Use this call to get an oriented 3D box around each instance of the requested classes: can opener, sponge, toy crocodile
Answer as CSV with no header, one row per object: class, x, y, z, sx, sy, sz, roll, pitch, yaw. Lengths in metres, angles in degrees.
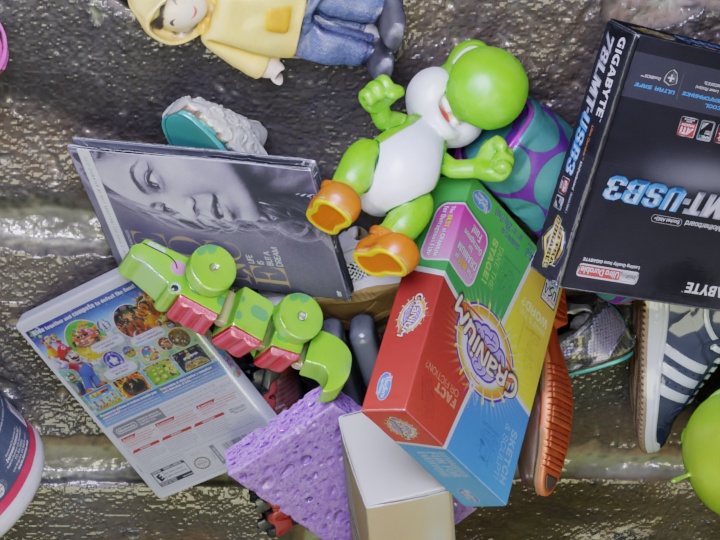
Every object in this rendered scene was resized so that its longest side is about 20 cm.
can opener,0.007,0.108,1.810,0.052,0.067,0.201,-9,136,10
sponge,-0.006,0.173,1.804,0.111,0.030,0.200,-36,131,18
toy crocodile,-0.096,0.037,1.699,0.199,0.062,0.067,29,147,-15

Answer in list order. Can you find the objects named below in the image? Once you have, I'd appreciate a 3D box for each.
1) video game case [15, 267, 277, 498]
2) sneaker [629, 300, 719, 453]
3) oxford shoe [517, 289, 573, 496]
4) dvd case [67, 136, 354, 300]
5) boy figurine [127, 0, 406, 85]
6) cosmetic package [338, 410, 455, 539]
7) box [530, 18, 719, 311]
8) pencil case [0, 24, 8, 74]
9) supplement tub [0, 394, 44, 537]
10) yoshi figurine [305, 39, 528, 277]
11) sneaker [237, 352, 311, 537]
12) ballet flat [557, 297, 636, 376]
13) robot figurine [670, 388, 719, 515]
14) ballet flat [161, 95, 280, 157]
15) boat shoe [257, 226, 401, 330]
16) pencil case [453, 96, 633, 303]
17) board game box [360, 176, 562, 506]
video game case,-0.167,0.089,1.786,0.143,0.018,0.200,-24,116,30
sneaker,0.283,0.070,1.845,0.108,0.070,0.201,-4,126,-2
oxford shoe,0.129,0.083,1.775,0.072,0.202,0.071,-6,163,18
dvd case,-0.113,-0.039,1.675,0.199,0.016,0.149,7,142,20
boy figurine,-0.068,-0.191,1.594,0.199,0.065,0.125,9,130,-18
cosmetic package,0.032,0.210,1.757,0.071,0.106,0.201,-12,132,-7
box,0.246,-0.074,1.674,0.199,0.050,0.200,9,105,-29
pencil case,-0.323,-0.098,1.615,0.090,0.094,0.201,16,124,-19
supplement tub,-0.359,0.124,1.759,0.140,0.141,0.200,-28,127,15
yoshi figurine,0.054,-0.097,1.603,0.111,0.200,0.113,22,152,27
sneaker,-0.051,0.134,1.854,0.097,0.071,0.202,-11,126,-8
ballet flat,0.129,0.073,1.840,0.199,0.072,0.072,-23,128,11
robot figurine,0.349,0.137,1.835,0.175,0.199,0.116,-9,102,51
ballet flat,-0.087,-0.074,1.689,0.071,0.072,0.200,-23,130,11
boat shoe,0.000,0.000,1.757,0.199,0.070,0.071,-13,156,27
pencil case,0.158,-0.056,1.716,0.092,0.086,0.200,-27,130,34
board game box,0.081,0.054,1.652,0.040,0.201,0.153,-4,147,36
